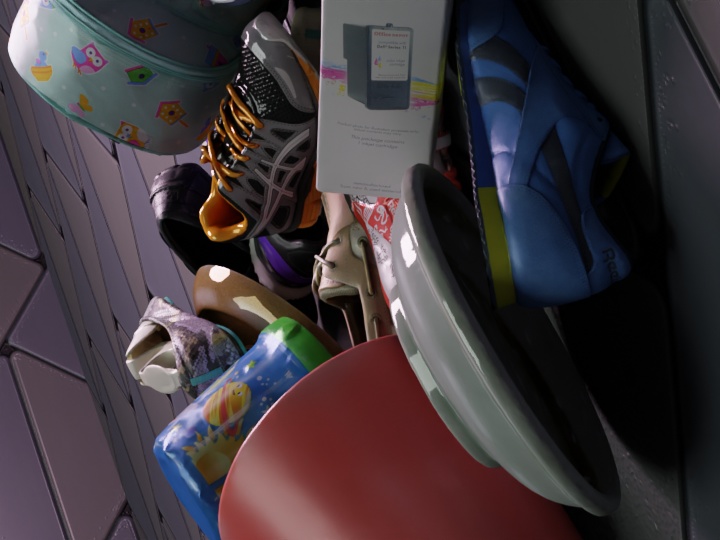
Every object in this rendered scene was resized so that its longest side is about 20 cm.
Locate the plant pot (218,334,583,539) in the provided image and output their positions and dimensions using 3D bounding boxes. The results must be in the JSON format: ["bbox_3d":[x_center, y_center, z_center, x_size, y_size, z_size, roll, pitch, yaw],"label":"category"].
[{"bbox_3d":[0.040,0.169,1.018,0.177,0.200,0.201,46,150,38],"label":"plant pot"}]

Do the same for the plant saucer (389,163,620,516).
[{"bbox_3d":[0.062,0.043,0.858,0.201,0.050,0.200,55,-166,-20],"label":"plant saucer"}]

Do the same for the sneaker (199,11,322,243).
[{"bbox_3d":[-0.066,-0.083,1.095,0.078,0.077,0.201,55,158,31],"label":"sneaker"}]

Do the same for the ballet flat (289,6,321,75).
[{"bbox_3d":[-0.042,-0.131,1.173,0.200,0.069,0.070,128,124,-69],"label":"ballet flat"}]

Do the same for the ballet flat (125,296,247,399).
[{"bbox_3d":[-0.148,0.063,1.318,0.200,0.072,0.073,15,120,67],"label":"ballet flat"}]

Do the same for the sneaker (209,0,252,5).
[{"bbox_3d":[-0.068,-0.227,1.089,0.200,0.108,0.071,-132,30,-56],"label":"sneaker"}]

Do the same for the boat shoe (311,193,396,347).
[{"bbox_3d":[0.000,0.000,1.166,0.072,0.065,0.201,125,126,-70],"label":"boat shoe"}]

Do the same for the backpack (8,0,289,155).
[{"bbox_3d":[-0.147,-0.183,1.188,0.154,0.175,0.200,-54,7,40],"label":"backpack"}]

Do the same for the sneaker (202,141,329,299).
[{"bbox_3d":[-0.067,-0.086,1.317,0.201,0.069,0.100,66,155,13],"label":"sneaker"}]

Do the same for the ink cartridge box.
[{"bbox_3d":[0.016,-0.147,0.887,0.201,0.067,0.118,94,-177,-50],"label":"ink cartridge box"}]

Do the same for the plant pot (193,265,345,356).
[{"bbox_3d":[-0.060,0.074,1.326,0.200,0.028,0.200,36,161,15],"label":"plant pot"}]

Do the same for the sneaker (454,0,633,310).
[{"bbox_3d":[0.090,-0.069,0.836,0.066,0.078,0.201,71,-170,-54],"label":"sneaker"}]

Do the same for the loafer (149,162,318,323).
[{"bbox_3d":[-0.104,-0.002,1.380,0.201,0.068,0.071,49,-149,-34],"label":"loafer"}]

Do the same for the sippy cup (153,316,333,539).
[{"bbox_3d":[-0.069,0.123,1.180,0.140,0.130,0.178,45,160,32],"label":"sippy cup"}]

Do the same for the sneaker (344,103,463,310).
[{"bbox_3d":[0.035,-0.042,1.005,0.108,0.067,0.202,86,162,-44],"label":"sneaker"}]
